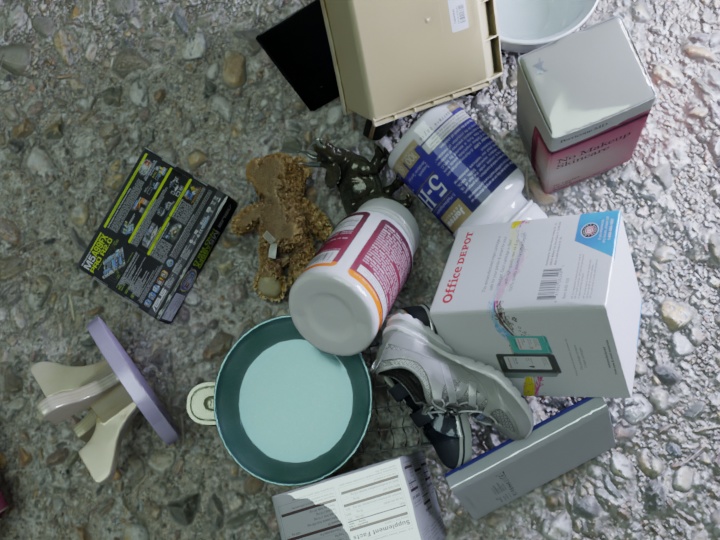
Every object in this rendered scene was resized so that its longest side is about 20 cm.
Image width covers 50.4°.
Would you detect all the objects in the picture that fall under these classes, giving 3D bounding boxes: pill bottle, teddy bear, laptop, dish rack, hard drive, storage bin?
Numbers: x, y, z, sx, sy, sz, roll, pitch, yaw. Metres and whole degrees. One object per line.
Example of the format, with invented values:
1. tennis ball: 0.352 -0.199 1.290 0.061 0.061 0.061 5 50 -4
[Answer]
1. pill bottle: 0.000 0.000 0.937 0.111 0.201 0.117 12 126 17
2. pill bottle: 0.140 -0.109 0.981 0.120 0.120 0.200 -43 85 0
3. teddy bear: -0.107 -0.058 1.063 0.142 0.067 0.204 -25 81 15
4. laptop: -0.030 -0.350 1.035 0.113 0.187 0.205 7 75 22
5. dish rack: 0.029 0.161 0.978 0.194 0.055 0.158 -7 78 -1
6. hard drive: 0.204 0.223 0.904 0.197 0.133 0.026 -29 52 4
7. storage bin: 0.062 -0.308 0.924 0.195 0.094 0.204 -22 119 -15

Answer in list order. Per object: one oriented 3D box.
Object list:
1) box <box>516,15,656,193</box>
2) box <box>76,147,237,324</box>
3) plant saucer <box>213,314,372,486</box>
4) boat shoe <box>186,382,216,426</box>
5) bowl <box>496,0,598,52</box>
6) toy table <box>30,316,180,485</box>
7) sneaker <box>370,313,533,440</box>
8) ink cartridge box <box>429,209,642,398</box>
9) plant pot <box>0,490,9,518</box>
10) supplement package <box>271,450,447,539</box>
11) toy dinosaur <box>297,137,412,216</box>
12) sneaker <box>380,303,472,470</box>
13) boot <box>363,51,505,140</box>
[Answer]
1. box: 0.267 -0.193 0.935 0.125 0.200 0.111 -21 75 7
2. box: -0.293 -0.051 1.103 0.158 0.044 0.203 28 85 16
3. plant saucer: -0.081 0.158 0.936 0.194 0.036 0.206 -1 75 5
4. boat shoe: -0.129 0.185 1.015 0.194 0.068 0.074 8 73 -3
5. bowl: 0.221 -0.373 1.031 0.195 0.091 0.207 -1 74 5
6. toy table: -0.341 0.173 1.010 0.116 0.185 0.200 -35 61 -14
7. sneaker: 0.098 0.137 0.850 0.197 0.075 0.083 32 60 8
8. ink cartridge box: 0.205 0.042 0.877 0.196 0.148 0.148 -4 43 31
9. plant pot: -0.583 0.299 1.027 0.200 0.200 0.180 -43 89 1
10. supplement package: 0.006 0.291 0.893 0.152 0.200 0.114 -19 75 8
11. toy dinosaur: 0.010 -0.106 1.046 0.101 0.077 0.202 -31 96 15
12. sneaker: 0.072 0.143 0.919 0.077 0.079 0.205 -6 68 -21
13. boot: 0.099 -0.249 1.053 0.136 0.078 0.203 28 103 -6
